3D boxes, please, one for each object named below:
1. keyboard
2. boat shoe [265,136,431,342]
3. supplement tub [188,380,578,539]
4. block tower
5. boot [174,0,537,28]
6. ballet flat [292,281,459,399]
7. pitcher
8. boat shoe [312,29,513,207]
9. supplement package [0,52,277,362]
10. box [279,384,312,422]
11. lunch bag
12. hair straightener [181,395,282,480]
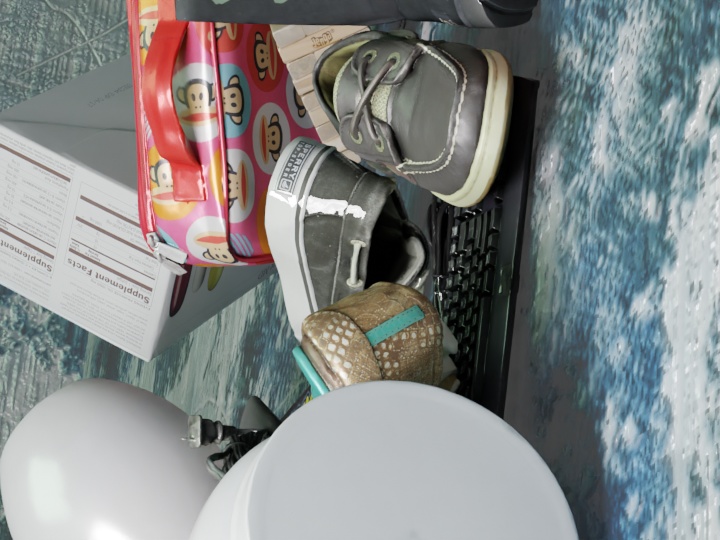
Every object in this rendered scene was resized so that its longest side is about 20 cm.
[{"bbox_3d":[0.046,0.015,0.913,0.127,0.020,0.202,142,137,-72],"label":"keyboard"},{"bbox_3d":[0.000,0.000,1.010,0.200,0.063,0.071,67,-136,-68],"label":"boat shoe"},{"bbox_3d":[-0.007,0.146,0.757,0.200,0.144,0.146,115,161,-52],"label":"supplement tub"},{"bbox_3d":[-0.034,-0.160,1.112,0.058,0.054,0.201,-109,-5,-65],"label":"block tower"},{"bbox_3d":[-0.003,-0.197,0.951,0.199,0.065,0.166,7,87,42],"label":"boot"},{"bbox_3d":[0.014,0.051,0.848,0.071,0.065,0.200,57,174,10],"label":"ballet flat"},{"bbox_3d":[-0.102,0.165,1.090,0.200,0.121,0.172,44,165,26],"label":"pitcher"},{"bbox_3d":[0.018,-0.075,0.916,0.201,0.065,0.072,-137,58,-75],"label":"boat shoe"},{"bbox_3d":[-0.142,-0.051,1.335,0.200,0.155,0.112,-38,-31,-56],"label":"supplement package"},{"bbox_3d":[-0.015,0.113,1.082,0.200,0.034,0.111,129,149,-67],"label":"box"},{"bbox_3d":[-0.076,-0.101,1.181,0.176,0.081,0.202,-12,-79,-62],"label":"lunch bag"},{"bbox_3d":[-0.050,0.097,0.945,0.200,0.076,0.041,-109,32,-78],"label":"hair straightener"}]
